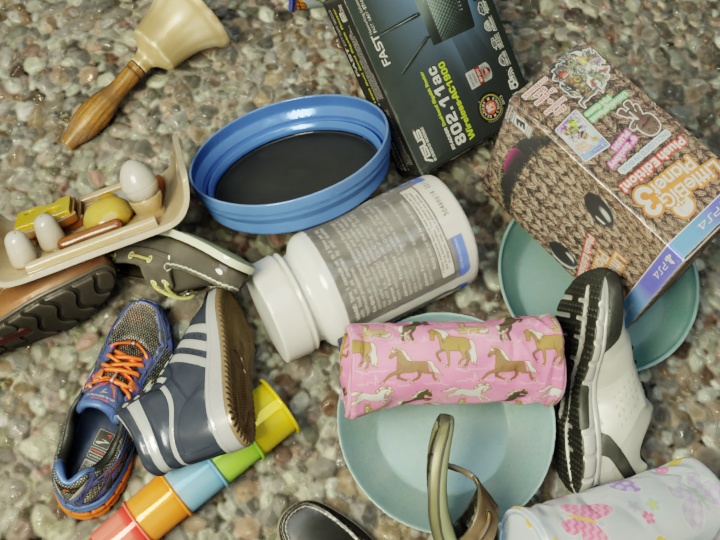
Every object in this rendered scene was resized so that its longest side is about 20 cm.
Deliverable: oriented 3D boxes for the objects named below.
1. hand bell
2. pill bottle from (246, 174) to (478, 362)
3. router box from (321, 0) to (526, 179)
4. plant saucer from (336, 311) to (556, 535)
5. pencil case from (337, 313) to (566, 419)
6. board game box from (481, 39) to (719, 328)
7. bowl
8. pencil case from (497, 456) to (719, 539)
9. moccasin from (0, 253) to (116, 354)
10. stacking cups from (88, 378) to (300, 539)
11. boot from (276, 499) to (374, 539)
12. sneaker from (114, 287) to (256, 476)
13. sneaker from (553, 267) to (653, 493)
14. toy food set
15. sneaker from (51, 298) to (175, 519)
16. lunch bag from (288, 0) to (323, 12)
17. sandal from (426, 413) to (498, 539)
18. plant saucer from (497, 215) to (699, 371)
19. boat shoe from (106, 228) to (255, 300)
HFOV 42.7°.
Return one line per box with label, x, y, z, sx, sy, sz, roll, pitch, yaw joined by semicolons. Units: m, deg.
hand bell;-0.241;-0.205;0.964;0.104;0.104;0.200;40;83;14
pill bottle;0.000;0.000;0.856;0.198;0.114;0.115;-25;69;-13
router box;0.071;-0.216;0.928;0.149;0.062;0.202;-31;106;-14
plant saucer;0.077;0.139;0.840;0.198;0.039;0.204;1;67;-1
pencil case;0.080;0.082;0.794;0.197;0.087;0.084;-3;98;-4
board game box;0.222;-0.073;0.835;0.097;0.160;0.200;-39;73;-17
bowl;-0.065;-0.104;0.891;0.197;0.040;0.202;-10;36;7
pencil case;0.213;0.215;0.766;0.197;0.084;0.091;-10;36;-24
moccasin;-0.319;0.031;0.848;0.199;0.074;0.078;-28;61;7
stacking cups;-0.148;0.179;0.808;0.199;0.061;0.061;-37;73;-12
boot;0.007;0.253;0.726;0.073;0.151;0.200;-36;72;-16
sneaker;-0.153;0.093;0.812;0.107;0.070;0.201;-25;35;9
sneaker;0.219;0.096;0.822;0.079;0.074;0.203;-3;102;-14
toy food set;-0.252;-0.065;0.838;0.197;0.061;0.144;-20;27;-7
sneaker;-0.216;0.116;0.816;0.074;0.079;0.203;12;67;2
lunch bag;-0.004;-0.376;0.973;0.167;0.201;0.126;-6;66;-6
sandal;0.087;0.214;0.748;0.056;0.080;0.204;-11;93;3
plant saucer;0.230;0.010;0.904;0.197;0.036;0.203;1;66;-3
boat shoe;-0.169;-0.004;0.840;0.200;0.071;0.061;17;80;46
